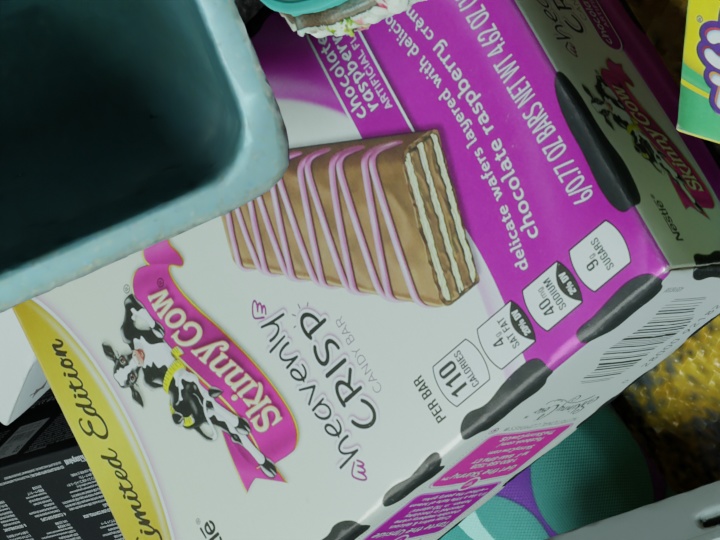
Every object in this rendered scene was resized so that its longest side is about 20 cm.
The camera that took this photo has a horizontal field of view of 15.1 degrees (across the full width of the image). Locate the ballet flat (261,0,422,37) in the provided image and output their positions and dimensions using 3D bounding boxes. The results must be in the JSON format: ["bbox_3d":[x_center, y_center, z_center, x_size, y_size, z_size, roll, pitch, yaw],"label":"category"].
[{"bbox_3d":[0.038,-0.119,0.608,0.200,0.064,0.076,-52,49,49],"label":"ballet flat"}]

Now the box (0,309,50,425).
[{"bbox_3d":[-0.151,-0.067,0.905,0.200,0.098,0.125,40,144,6],"label":"box"}]

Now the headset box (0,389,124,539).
[{"bbox_3d":[-0.059,0.129,1.037,0.148,0.075,0.200,-19,112,51],"label":"headset box"}]

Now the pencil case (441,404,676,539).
[{"bbox_3d":[0.038,0.065,0.870,0.092,0.085,0.200,-30,104,37],"label":"pencil case"}]

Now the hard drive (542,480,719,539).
[{"bbox_3d":[0.131,0.146,0.844,0.026,0.131,0.201,-111,3,-55],"label":"hard drive"}]

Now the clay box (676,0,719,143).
[{"bbox_3d":[0.136,-0.089,0.611,0.114,0.048,0.201,19,121,30],"label":"clay box"}]

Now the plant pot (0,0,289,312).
[{"bbox_3d":[-0.159,-0.097,0.721,0.200,0.195,0.197,-130,17,-68],"label":"plant pot"}]

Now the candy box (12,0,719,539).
[{"bbox_3d":[0.000,0.000,0.751,0.200,0.061,0.137,-43,66,32],"label":"candy box"}]
